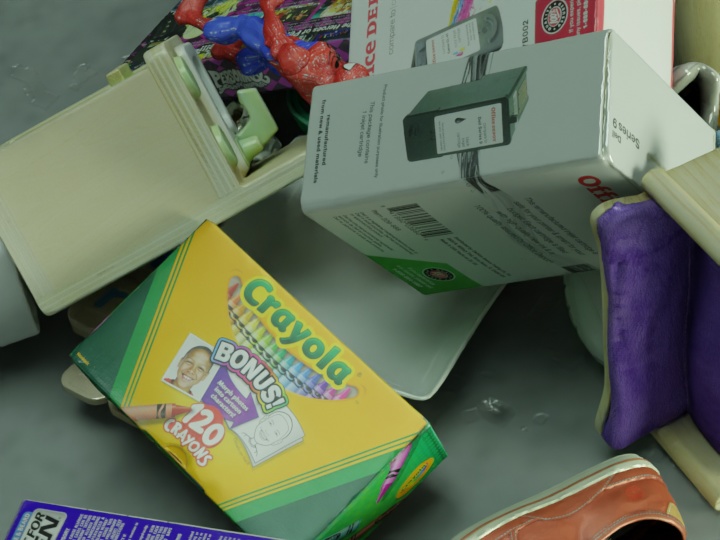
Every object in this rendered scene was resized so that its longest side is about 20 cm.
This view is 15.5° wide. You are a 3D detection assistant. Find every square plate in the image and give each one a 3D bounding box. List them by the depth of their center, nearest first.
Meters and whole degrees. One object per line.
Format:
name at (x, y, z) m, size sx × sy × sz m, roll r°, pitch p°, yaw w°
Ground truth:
square plate at (0.000, 0.000, 1.665) m, size 0.197 × 0.029 × 0.200 m, roll 17°, pitch 45°, yaw 23°

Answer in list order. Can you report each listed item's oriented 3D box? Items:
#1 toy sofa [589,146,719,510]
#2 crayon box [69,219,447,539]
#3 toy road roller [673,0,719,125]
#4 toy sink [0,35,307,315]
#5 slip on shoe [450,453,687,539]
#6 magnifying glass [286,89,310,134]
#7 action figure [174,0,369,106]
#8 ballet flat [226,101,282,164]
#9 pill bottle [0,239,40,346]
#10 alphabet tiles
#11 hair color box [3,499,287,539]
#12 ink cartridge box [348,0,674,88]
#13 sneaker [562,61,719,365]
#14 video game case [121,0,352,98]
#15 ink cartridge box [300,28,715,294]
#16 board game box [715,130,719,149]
toy sofa at (0.191, 0.037, 1.475) m, size 0.097 × 0.201 × 0.083 m, roll -23°, pitch 45°, yaw -18°
crayon box at (-0.060, 0.079, 1.548) m, size 0.119 × 0.058 × 0.200 m, roll -45°, pitch 63°, yaw -7°
toy road roller at (0.291, -0.178, 1.727) m, size 0.199 × 0.123 × 0.146 m, roll 0°, pitch 33°, yaw 8°
toy sink at (-0.130, -0.075, 1.646) m, size 0.199 × 0.112 × 0.130 m, roll -28°, pitch 7°, yaw 5°
slip on shoe at (0.095, 0.171, 1.461) m, size 0.199 × 0.074 × 0.061 m, roll -27°, pitch 48°, yaw -20°
magnifying glass at (-0.001, -0.085, 1.717) m, size 0.079 × 0.022 × 0.201 m, roll -22°, pitch 44°, yaw 7°
action figure at (-0.048, -0.137, 1.636) m, size 0.052 × 0.065 × 0.200 m, roll -45°, pitch 33°, yaw -6°
ballet flat at (-0.149, -0.060, 1.751) m, size 0.199 × 0.072 × 0.072 m, roll -25°, pitch 45°, yaw -10°
pill bottle at (-0.310, 0.023, 1.673) m, size 0.199 × 0.115 × 0.115 m, roll -17°, pitch 44°, yaw -3°
alphabet tiles at (-0.084, 0.039, 1.665) m, size 0.199 × 0.015 × 0.196 m, roll 23°, pitch 49°, yaw 31°
hair color box at (-0.094, 0.194, 1.453) m, size 0.199 × 0.110 × 0.065 m, roll 7°, pitch 49°, yaw 21°
ink cartridge box at (0.091, -0.148, 1.626) m, size 0.199 × 0.085 × 0.148 m, roll -19°, pitch 55°, yaw 36°
sneaker at (0.173, -0.038, 1.600) m, size 0.074 × 0.087 × 0.201 m, roll 13°, pitch 73°, yaw -6°
video game case at (-0.045, -0.177, 1.802) m, size 0.199 × 0.036 × 0.181 m, roll -6°, pitch 30°, yaw 33°
ink cartridge box at (0.088, -0.058, 1.529) m, size 0.199 × 0.146 × 0.085 m, roll -8°, pitch 64°, yaw 31°
board game box at (0.289, 0.006, 1.550) m, size 0.104 × 0.103 × 0.201 m, roll -15°, pitch 45°, yaw -3°
